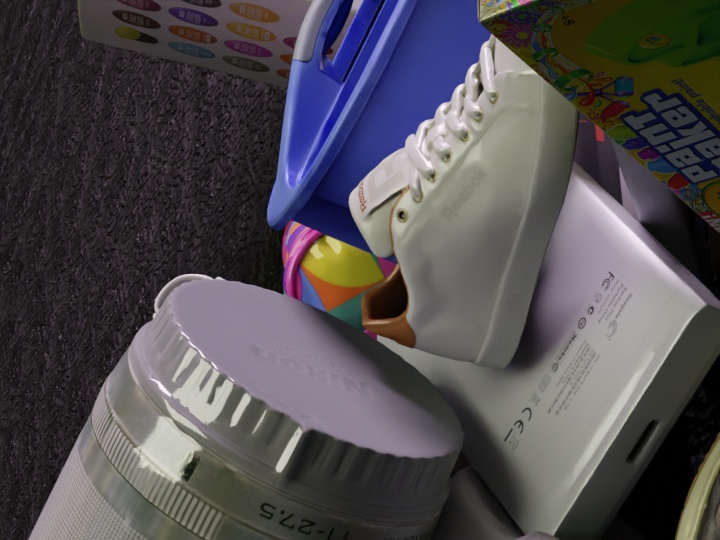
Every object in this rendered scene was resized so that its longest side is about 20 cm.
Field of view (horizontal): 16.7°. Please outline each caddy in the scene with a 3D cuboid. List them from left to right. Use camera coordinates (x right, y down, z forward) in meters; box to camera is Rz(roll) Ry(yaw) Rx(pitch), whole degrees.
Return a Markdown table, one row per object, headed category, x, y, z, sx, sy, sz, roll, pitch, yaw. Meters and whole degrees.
| category | x | y | z | sx | sy | sz | roll | pitch | yaw |
| --- | --- | --- | --- | --- | --- | --- | --- | --- | --- |
| caddy | 0.021 | -0.098 | 1.163 | 0.200 | 0.105 | 0.141 | -64 | 10 | -16 |

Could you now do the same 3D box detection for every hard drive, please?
| category | x | y | z | sx | sy | sz | roll | pitch | yaw |
| --- | --- | --- | --- | --- | --- | --- | --- | --- | --- |
| hard drive | 0.082 | 0.027 | 1.116 | 0.132 | 0.027 | 0.200 | -59 | 32 | 14 |

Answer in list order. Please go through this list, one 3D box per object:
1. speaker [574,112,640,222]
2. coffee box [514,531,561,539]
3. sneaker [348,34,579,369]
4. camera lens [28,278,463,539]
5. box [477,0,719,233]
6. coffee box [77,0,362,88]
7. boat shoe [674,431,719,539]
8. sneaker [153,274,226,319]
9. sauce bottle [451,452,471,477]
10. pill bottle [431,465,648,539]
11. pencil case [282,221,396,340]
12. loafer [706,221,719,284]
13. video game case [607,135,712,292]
| category | x | y | z | sx | sy | sz | roll | pitch | yaw |
| --- | --- | --- | --- | --- | --- | --- | --- | --- | --- |
| speaker | 0.107 | -0.016 | 1.209 | 0.081 | 0.081 | 0.200 | -42 | 39 | 45 |
| coffee box | 0.079 | 0.225 | 1.008 | 0.113 | 0.080 | 0.200 | 23 | 113 | 36 |
| sneaker | 0.042 | -0.043 | 1.043 | 0.073 | 0.084 | 0.200 | -90 | 10 | -55 |
| camera lens | -0.062 | 0.125 | 1.092 | 0.200 | 0.160 | 0.160 | -63 | 28 | 17 |
| box | 0.178 | -0.127 | 0.950 | 0.192 | 0.200 | 0.122 | -19 | 55 | 32 |
| coffee box | -0.051 | -0.231 | 1.449 | 0.200 | 0.197 | 0.200 | 119 | 165 | -79 |
| boat shoe | 0.180 | 0.090 | 1.009 | 0.065 | 0.073 | 0.200 | -9 | 67 | 64 |
| sneaker | -0.063 | 0.037 | 1.257 | 0.075 | 0.100 | 0.200 | -32 | 10 | -3 |
| sauce bottle | 0.070 | 0.060 | 1.249 | 0.066 | 0.066 | 0.200 | -34 | 46 | 51 |
| pill bottle | 0.052 | 0.202 | 1.130 | 0.200 | 0.120 | 0.120 | -63 | 28 | 16 |
| pencil case | 0.000 | 0.000 | 1.328 | 0.200 | 0.088 | 0.089 | -83 | 14 | -84 |
| loafer | 0.172 | -0.071 | 1.125 | 0.071 | 0.073 | 0.200 | -41 | 39 | 44 |
| video game case | 0.126 | -0.106 | 1.137 | 0.023 | 0.200 | 0.182 | -12 | 54 | 14 |
